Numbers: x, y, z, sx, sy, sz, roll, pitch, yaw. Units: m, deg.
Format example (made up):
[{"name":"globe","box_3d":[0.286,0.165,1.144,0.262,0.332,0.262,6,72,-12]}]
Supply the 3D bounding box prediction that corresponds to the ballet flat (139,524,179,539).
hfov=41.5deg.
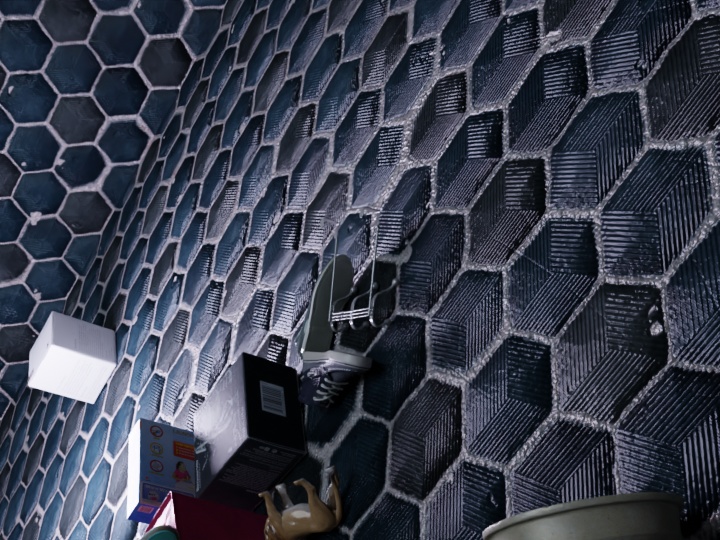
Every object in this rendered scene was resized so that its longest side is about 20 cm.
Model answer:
[{"name":"ballet flat","box_3d":[-0.339,0.477,1.480,0.071,0.069,0.201,-140,73,-81]}]

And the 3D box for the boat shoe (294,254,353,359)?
[{"name":"boat shoe","box_3d":[-0.071,0.064,1.707,0.062,0.072,0.201,19,92,58]}]

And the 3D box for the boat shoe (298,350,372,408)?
[{"name":"boat shoe","box_3d":[-0.044,0.185,1.586,0.200,0.074,0.093,167,114,-66]}]

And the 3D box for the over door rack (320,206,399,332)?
[{"name":"over door rack","box_3d":[0.000,0.000,1.615,0.147,0.066,0.202,-12,81,57]}]

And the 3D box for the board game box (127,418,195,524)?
[{"name":"board game box","box_3d":[-0.338,0.394,1.801,0.056,0.199,0.196,-52,31,29]}]

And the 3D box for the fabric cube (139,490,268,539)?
[{"name":"fabric cube","box_3d":[-0.258,0.521,1.573,0.197,0.199,0.200,-55,31,19]}]

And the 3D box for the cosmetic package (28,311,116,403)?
[{"name":"cosmetic package","box_3d":[-0.834,0.253,2.757,0.165,0.199,0.165,-54,31,22]}]

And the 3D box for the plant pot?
[{"name":"plant pot","box_3d":[0.229,0.327,0.903,0.200,0.199,0.185,-35,53,45]}]

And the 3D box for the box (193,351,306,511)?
[{"name":"box","box_3d":[-0.205,0.294,1.726,0.197,0.123,0.201,-52,32,31]}]

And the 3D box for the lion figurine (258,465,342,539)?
[{"name":"lion figurine","box_3d":[-0.088,0.390,1.501,0.200,0.072,0.123,-29,80,41]}]
